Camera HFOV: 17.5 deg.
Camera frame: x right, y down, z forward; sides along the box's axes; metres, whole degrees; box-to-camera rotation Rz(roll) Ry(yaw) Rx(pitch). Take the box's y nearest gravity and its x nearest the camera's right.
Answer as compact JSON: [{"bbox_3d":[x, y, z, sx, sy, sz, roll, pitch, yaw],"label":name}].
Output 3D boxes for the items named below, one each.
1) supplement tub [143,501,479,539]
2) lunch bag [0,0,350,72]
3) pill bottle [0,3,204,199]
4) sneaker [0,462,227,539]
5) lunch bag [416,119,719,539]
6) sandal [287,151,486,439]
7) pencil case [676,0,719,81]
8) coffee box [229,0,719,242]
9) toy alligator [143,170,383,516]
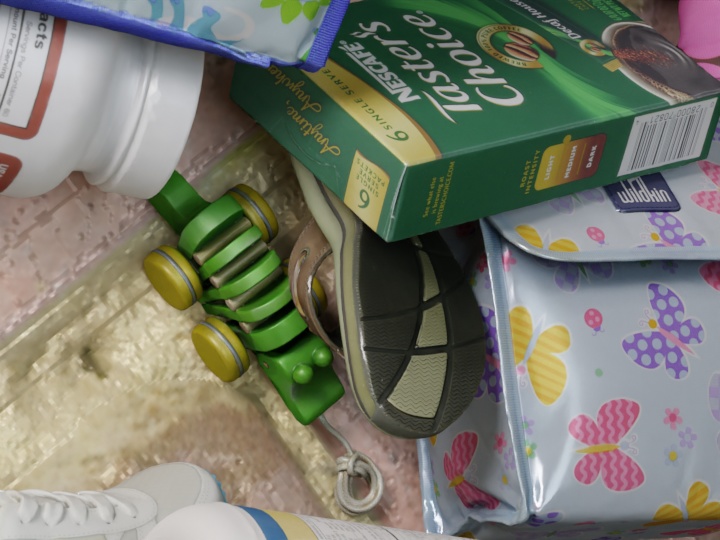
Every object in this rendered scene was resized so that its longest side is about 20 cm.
[{"bbox_3d":[0.008,0.175,0.930,0.199,0.144,0.146,11,83,-25],"label":"supplement tub"},{"bbox_3d":[-0.072,-0.191,0.920,0.169,0.127,0.201,12,96,-18],"label":"lunch bag"},{"bbox_3d":[-0.171,-0.094,0.970,0.199,0.112,0.113,14,82,-23],"label":"pill bottle"},{"bbox_3d":[-0.131,0.123,0.969,0.200,0.076,0.081,-30,116,-43],"label":"sneaker"},{"bbox_3d":[0.113,0.022,1.084,0.169,0.127,0.201,1,75,-24],"label":"lunch bag"},{"bbox_3d":[0.001,0.000,1.033,0.080,0.057,0.202,24,33,-35],"label":"sandal"},{"bbox_3d":[0.195,-0.183,1.151,0.090,0.094,0.201,5,88,-4],"label":"pencil case"},{"bbox_3d":[0.055,-0.080,1.046,0.199,0.123,0.044,-14,134,-35],"label":"coffee box"},{"bbox_3d":[-0.037,0.028,1.053,0.059,0.054,0.201,-37,102,-20],"label":"toy alligator"}]
